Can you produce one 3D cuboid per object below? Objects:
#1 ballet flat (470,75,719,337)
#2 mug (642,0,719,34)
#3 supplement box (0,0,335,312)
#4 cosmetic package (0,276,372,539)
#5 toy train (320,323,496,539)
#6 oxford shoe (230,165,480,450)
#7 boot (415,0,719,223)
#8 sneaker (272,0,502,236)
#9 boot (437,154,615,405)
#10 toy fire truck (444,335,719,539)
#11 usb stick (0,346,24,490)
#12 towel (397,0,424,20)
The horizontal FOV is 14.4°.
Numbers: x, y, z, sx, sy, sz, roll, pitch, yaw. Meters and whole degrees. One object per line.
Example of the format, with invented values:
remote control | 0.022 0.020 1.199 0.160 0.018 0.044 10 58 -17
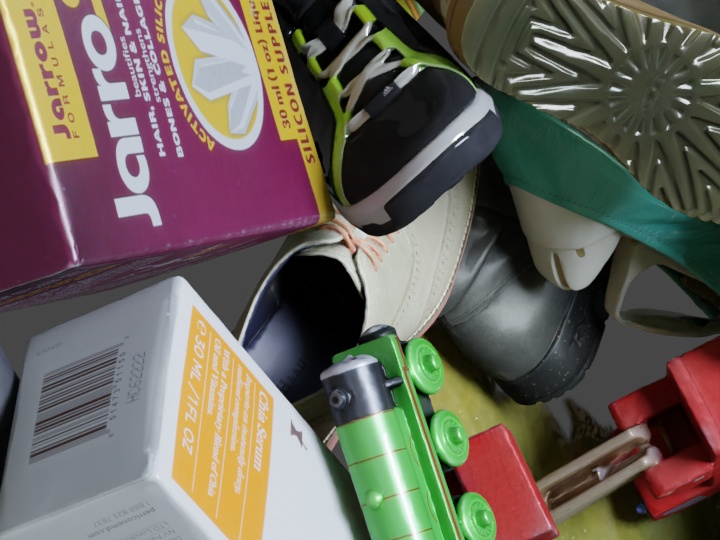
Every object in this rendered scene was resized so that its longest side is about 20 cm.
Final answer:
ballet flat | 0.114 -0.015 1.208 0.199 0.067 0.071 26 91 -31
mug | 0.174 -0.175 1.323 0.200 0.147 0.176 21 62 -77
supplement box | -0.108 -0.058 0.995 0.200 0.103 0.132 -15 89 -65
cosmetic package | -0.044 0.110 1.036 0.200 0.071 0.102 51 27 -35
toy train | 0.030 0.117 1.053 0.056 0.042 0.201 -12 81 -57
oxford shoe | 0.000 0.000 1.124 0.070 0.074 0.201 25 61 3
boot | 0.080 -0.107 1.150 0.175 0.200 0.066 31 101 -25
sneaker | -0.010 -0.079 1.095 0.072 0.200 0.083 -42 115 3
boot | 0.066 -0.053 1.246 0.131 0.068 0.201 39 57 -32
toy fire truck | 0.109 0.083 1.225 0.049 0.140 0.200 64 0 13
usb stick | -0.115 0.099 1.028 0.055 0.033 0.201 -42 110 -46
towel | -0.015 -0.118 1.216 0.086 0.018 0.200 55 45 -20
